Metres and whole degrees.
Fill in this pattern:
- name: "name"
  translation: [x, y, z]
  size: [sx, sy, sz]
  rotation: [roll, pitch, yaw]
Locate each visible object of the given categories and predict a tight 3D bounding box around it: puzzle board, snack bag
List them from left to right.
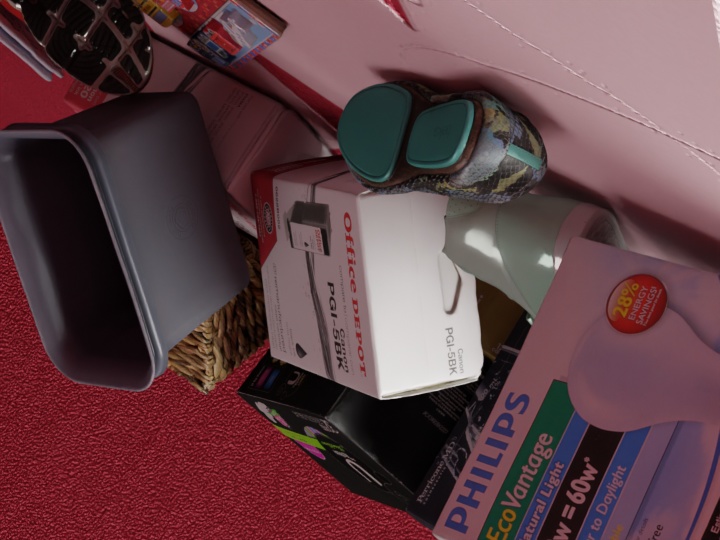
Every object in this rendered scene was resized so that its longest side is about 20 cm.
- name: "snack bag"
  translation: [-0.327, -0.254, 1.597]
  size: [0.200, 0.021, 0.189]
  rotation: [54, -174, 34]
- name: "puzzle board"
  translation: [-0.130, -0.190, 1.359]
  size: [0.150, 0.017, 0.200]
  rotation: [35, 172, -10]

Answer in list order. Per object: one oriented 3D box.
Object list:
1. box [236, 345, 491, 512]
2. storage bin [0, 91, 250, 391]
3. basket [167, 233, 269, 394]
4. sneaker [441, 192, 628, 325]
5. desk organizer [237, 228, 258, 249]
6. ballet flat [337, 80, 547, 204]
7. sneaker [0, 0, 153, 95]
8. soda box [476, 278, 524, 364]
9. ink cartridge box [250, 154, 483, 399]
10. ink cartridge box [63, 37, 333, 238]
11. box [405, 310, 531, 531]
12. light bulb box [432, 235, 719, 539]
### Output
- name: "box"
  translation: [0.017, 0.105, 1.641]
  size: [0.148, 0.125, 0.200]
  rotation: [42, 166, -19]
- name: "storage bin"
  translation: [-0.175, -0.034, 1.479]
  size: [0.145, 0.134, 0.202]
  rotation: [3, 117, 43]
- name: "basket"
  translation: [-0.153, -0.023, 1.715]
  size: [0.199, 0.149, 0.144]
  rotation: [29, 140, 28]
- name: "sneaker"
  translation: [0.117, 0.004, 1.282]
  size: [0.117, 0.074, 0.201]
  rotation: [22, 158, 30]
- name: "desk organizer"
  translation: [-0.033, -0.020, 1.766]
  size: [0.199, 0.077, 0.072]
  rotation: [31, 172, 25]
- name: "ballet flat"
  translation: [0.048, -0.070, 1.176]
  size: [0.074, 0.075, 0.200]
  rotation: [37, 175, -22]
- name: "sneaker"
  translation: [-0.220, -0.200, 1.508]
  size: [0.200, 0.077, 0.085]
  rotation: [43, -179, 18]
- name: "soda box"
  translation: [0.065, 0.017, 1.632]
  size: [0.199, 0.064, 0.068]
  rotation: [29, 170, 31]
- name: "ink cartridge box"
  translation: [0.000, 0.000, 1.436]
  size: [0.082, 0.148, 0.200]
  rotation: [-11, -170, -23]
- name: "ink cartridge box"
  translation: [-0.118, -0.101, 1.605]
  size: [0.199, 0.085, 0.146]
  rotation: [27, 170, 35]
- name: "box"
  translation: [0.157, 0.138, 1.476]
  size: [0.104, 0.201, 0.182]
  rotation: [35, 172, -26]
- name: "light bulb box"
  translation: [0.180, 0.110, 1.120]
  size: [0.199, 0.200, 0.125]
  rotation: [15, 162, 37]
